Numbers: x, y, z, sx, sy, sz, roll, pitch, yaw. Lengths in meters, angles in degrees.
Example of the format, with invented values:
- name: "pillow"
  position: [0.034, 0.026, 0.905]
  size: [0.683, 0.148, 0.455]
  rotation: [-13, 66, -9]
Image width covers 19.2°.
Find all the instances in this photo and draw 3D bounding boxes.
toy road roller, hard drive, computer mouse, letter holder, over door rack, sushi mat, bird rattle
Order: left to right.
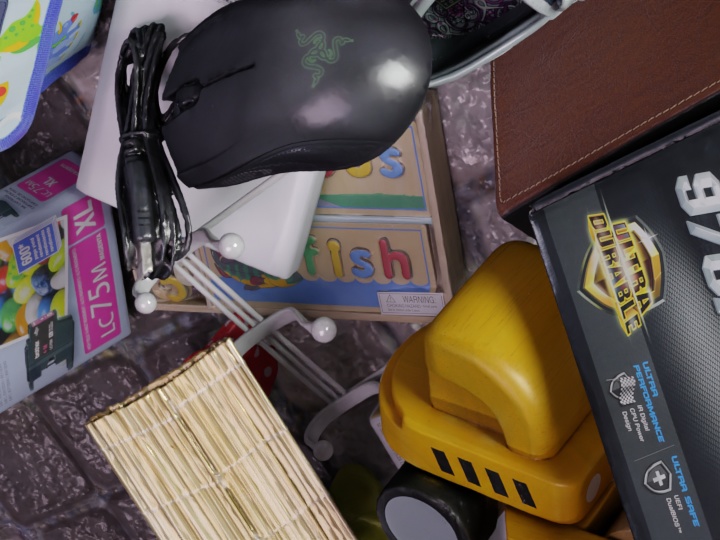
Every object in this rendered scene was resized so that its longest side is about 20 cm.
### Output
- name: "hard drive"
  position: [-0.070, -0.108, 1.116]
  size: [0.132, 0.027, 0.201]
  rotation: [23, 119, 12]
- name: "computer mouse"
  position: [-0.056, -0.081, 1.027]
  size: [0.200, 0.053, 0.139]
  rotation: [-16, 70, 37]
- name: "sushi mat"
  position: [-0.055, 0.140, 1.119]
  size: [0.095, 0.012, 0.200]
  rotation: [-29, 100, 13]
- name: "bird rattle"
  position: [-0.044, 0.132, 1.205]
  size: [0.112, 0.163, 0.200]
  rotation: [-21, 122, 14]
- name: "over door rack"
  position: [0.000, 0.000, 1.101]
  size: [0.200, 0.067, 0.148]
  rotation: [-39, 115, 18]
- name: "toy road roller"
  position: [0.102, 0.076, 1.013]
  size: [0.199, 0.123, 0.146]
  rotation: [19, 137, 28]
- name: "letter holder"
  position: [0.166, -0.104, 1.007]
  size: [0.200, 0.143, 0.100]
  rotation: [-30, 137, 34]

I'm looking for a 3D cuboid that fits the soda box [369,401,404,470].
- name: "soda box"
  position: [0.088, 0.138, 1.203]
  size: [0.068, 0.064, 0.200]
  rotation: [-20, 110, 32]

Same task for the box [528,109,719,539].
- name: "box"
  position: [0.173, 0.034, 0.909]
  size: [0.159, 0.046, 0.201]
  rotation: [-25, 72, 31]

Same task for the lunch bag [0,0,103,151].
- name: "lunch bag"
  position: [-0.200, -0.155, 1.058]
  size: [0.127, 0.200, 0.170]
  rotation: [29, 127, 10]

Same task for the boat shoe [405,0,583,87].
- name: "boat shoe"
  position: [0.085, -0.145, 0.988]
  size: [0.070, 0.072, 0.201]
  rotation: [33, 135, -25]

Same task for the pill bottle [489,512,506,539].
- name: "pill bottle"
  position: [0.134, 0.159, 1.115]
  size: [0.199, 0.109, 0.109]
  rotation: [-7, 123, -11]

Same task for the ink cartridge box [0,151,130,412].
- name: "ink cartridge box"
  position: [-0.220, 0.030, 1.184]
  size: [0.042, 0.200, 0.120]
  rotation: [32, 140, 38]

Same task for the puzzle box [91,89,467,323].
- name: "puzzle box"
  position: [-0.043, -0.036, 1.176]
  size: [0.199, 0.025, 0.133]
  rotation: [2, 120, 23]
